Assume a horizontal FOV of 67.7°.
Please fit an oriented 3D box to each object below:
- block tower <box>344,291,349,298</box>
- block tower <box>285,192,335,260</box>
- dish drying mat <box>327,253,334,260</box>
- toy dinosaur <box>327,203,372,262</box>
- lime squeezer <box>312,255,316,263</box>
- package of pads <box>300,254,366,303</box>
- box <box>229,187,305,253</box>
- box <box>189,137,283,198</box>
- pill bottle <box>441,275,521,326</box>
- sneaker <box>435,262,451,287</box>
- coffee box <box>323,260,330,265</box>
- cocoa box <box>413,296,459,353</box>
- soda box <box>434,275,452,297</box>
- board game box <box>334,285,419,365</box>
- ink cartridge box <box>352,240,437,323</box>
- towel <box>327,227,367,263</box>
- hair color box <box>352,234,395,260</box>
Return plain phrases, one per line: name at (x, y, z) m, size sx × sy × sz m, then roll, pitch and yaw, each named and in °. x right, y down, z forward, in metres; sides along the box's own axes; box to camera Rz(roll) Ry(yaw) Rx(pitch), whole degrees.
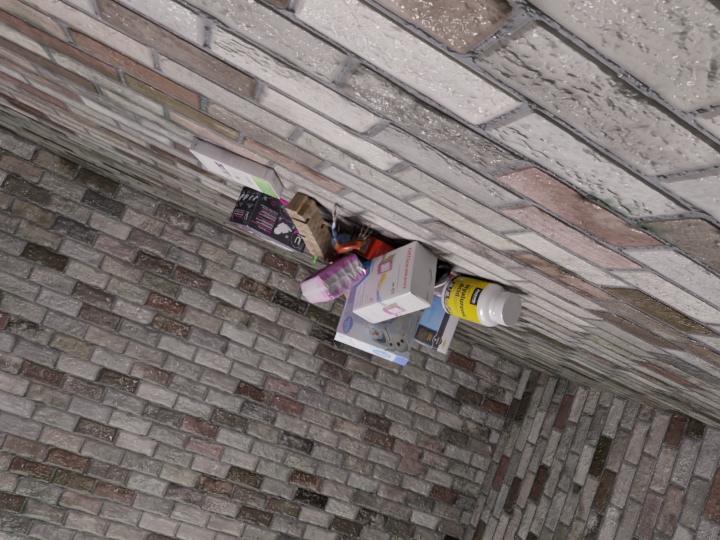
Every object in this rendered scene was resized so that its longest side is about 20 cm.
block tower at (0.033, 0.036, 1.590) m, size 0.198 × 0.058 × 0.054 m, roll -18°, pitch -117°, yaw -38°
block tower at (-0.122, -0.105, 1.369) m, size 0.053 × 0.058 × 0.201 m, roll 21°, pitch 156°, yaw 31°
dish drying mat at (0.000, 0.000, 1.520) m, size 0.198 × 0.018 × 0.077 m, roll 30°, pitch -158°, yaw -6°
toy dinosaur at (-0.029, -0.061, 1.304) m, size 0.103 × 0.203 × 0.182 m, roll 11°, pitch -152°, yaw -1°
lime squeezer at (-0.112, -0.066, 1.606) m, size 0.037 × 0.072 × 0.200 m, roll -4°, pitch 176°, yaw -17°
package of pads at (-0.075, 0.025, 1.384) m, size 0.077 × 0.119 × 0.200 m, roll 61°, pitch 159°, yaw -4°
box at (-0.254, -0.143, 1.549) m, size 0.199 × 0.116 × 0.131 m, roll 28°, pitch 171°, yaw -38°
box at (-0.284, -0.236, 1.255) m, size 0.197 × 0.037 × 0.144 m, roll 24°, pitch 174°, yaw 4°
pill bottle at (0.315, 0.082, 1.399) m, size 0.110 × 0.113 × 0.199 m, roll 27°, pitch 172°, yaw -37°
sneaker at (0.144, 0.031, 1.398) m, size 0.077 × 0.198 × 0.088 m, roll 61°, pitch 173°, yaw 9°
coffee box at (-0.019, -0.009, 1.671) m, size 0.114 × 0.080 × 0.199 m, roll 54°, pitch -164°, yaw 23°
cocoa box at (0.282, 0.182, 1.936) m, size 0.129 × 0.203 × 0.133 m, roll 22°, pitch 175°, yaw 9°
soda box at (0.222, 0.037, 1.573) m, size 0.197 × 0.064 × 0.070 m, roll 22°, pitch 173°, yaw 20°
board game box at (0.050, 0.124, 1.420) m, size 0.196 × 0.202 × 0.044 m, roll 22°, pitch 143°, yaw -5°
ink cartridge box at (0.084, 0.032, 1.325) m, size 0.198 × 0.147 × 0.084 m, roll -21°, pitch 139°, yaw 41°
towel at (-0.040, -0.057, 1.507) m, size 0.200 × 0.035 × 0.132 m, roll 45°, pitch -163°, yaw 29°
hair color box at (0.085, -0.029, 1.473) m, size 0.198 × 0.062 × 0.101 m, roll 26°, pitch -179°, yaw -29°
